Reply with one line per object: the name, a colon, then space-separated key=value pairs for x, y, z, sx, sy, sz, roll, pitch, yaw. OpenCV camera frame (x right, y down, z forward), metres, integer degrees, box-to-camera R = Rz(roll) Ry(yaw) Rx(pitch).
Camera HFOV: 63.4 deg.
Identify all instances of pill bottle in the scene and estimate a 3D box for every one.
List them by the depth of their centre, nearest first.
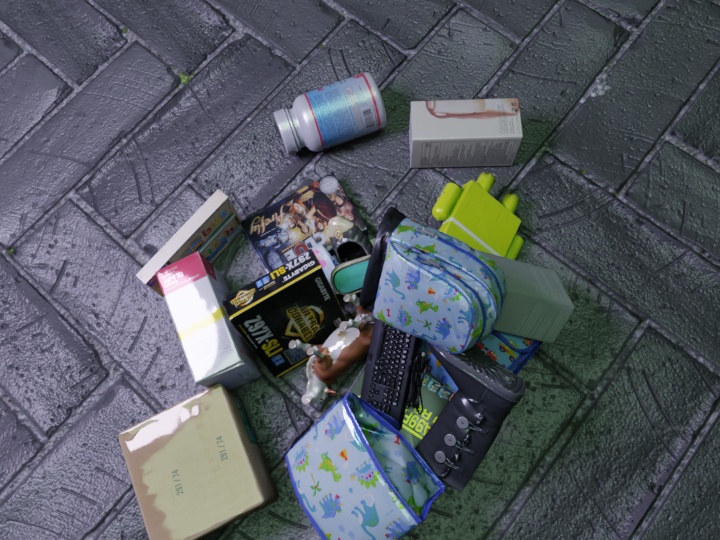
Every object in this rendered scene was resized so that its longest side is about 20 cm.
pill bottle: x=-0.058 y=-0.293 z=1.109 sx=0.198 sy=0.109 sz=0.110 roll=-20 pitch=72 yaw=-4

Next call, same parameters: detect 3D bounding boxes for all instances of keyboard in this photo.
keyboard: x=0.055 y=0.150 z=0.901 sx=0.103 sy=0.040 sz=0.202 roll=12 pitch=98 yaw=16

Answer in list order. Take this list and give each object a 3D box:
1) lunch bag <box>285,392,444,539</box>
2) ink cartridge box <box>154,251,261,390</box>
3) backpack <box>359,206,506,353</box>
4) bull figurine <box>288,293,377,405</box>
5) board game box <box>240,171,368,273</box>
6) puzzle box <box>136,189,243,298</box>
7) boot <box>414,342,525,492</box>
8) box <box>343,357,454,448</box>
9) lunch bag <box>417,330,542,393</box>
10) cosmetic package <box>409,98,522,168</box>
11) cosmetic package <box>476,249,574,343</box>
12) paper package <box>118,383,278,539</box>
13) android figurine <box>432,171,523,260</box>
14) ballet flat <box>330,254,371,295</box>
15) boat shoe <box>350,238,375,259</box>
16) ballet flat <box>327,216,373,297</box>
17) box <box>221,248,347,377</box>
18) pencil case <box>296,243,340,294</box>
lunch bag: x=-0.005 y=0.307 z=0.871 sx=0.200 sy=0.127 sz=0.170 roll=47 pitch=115 yaw=11
ink cartridge box: x=-0.250 y=0.092 z=0.972 sx=0.083 sy=0.145 sz=0.201 roll=-25 pitch=72 yaw=-5
backpack: x=0.103 y=0.025 z=0.817 sx=0.198 sy=0.164 sz=0.154 roll=19 pitch=32 yaw=5
bull figurine: x=-0.040 y=0.130 z=0.952 sx=0.200 sy=0.121 sz=0.065 roll=-44 pitch=48 yaw=-1
board game box: x=-0.103 y=-0.077 z=1.078 sx=0.199 sy=0.035 sz=0.136 roll=-30 pitch=73 yaw=-7
puzzle box: x=-0.291 y=-0.038 z=1.024 sx=0.025 sy=0.133 sz=0.200 roll=37 pitch=78 yaw=14
boot: x=0.131 y=0.206 z=0.869 sx=0.164 sy=0.201 sz=0.065 roll=37 pitch=32 yaw=26
box: x=0.075 y=0.234 z=0.962 sx=0.199 sy=0.044 sz=0.161 roll=31 pitch=76 yaw=12
lunch bag: x=0.205 y=0.111 z=0.965 sx=0.150 sy=0.095 sz=0.199 roll=37 pitch=49 yaw=23
cosmetic package: x=0.191 y=-0.255 z=1.087 sx=0.197 sy=0.104 sz=0.088 roll=-1 pitch=70 yaw=1
cosmetic package: x=0.225 y=0.036 z=0.937 sx=0.198 sy=0.091 sz=0.107 roll=13 pitch=33 yaw=-7
paper package: x=-0.254 y=0.313 z=0.923 sx=0.189 sy=0.104 sz=0.201 roll=-25 pitch=72 yaw=-7
android figurine: x=0.206 y=-0.070 z=1.022 sx=0.181 sy=0.041 sz=0.201 roll=35 pitch=69 yaw=-13
ballet flat: x=0.048 y=-0.010 z=0.942 sx=0.198 sy=0.070 sz=0.070 roll=-13 pitch=71 yaw=6
boat shoe: x=0.080 y=-0.020 z=1.031 sx=0.198 sy=0.070 sz=0.072 roll=-7 pitch=66 yaw=-3
ballet flat: x=0.000 y=0.000 z=0.992 sx=0.066 sy=0.057 sz=0.201 roll=-20 pitch=104 yaw=29
box: x=-0.111 y=0.075 z=0.942 sx=0.159 sy=0.201 sz=0.050 roll=-28 pitch=52 yaw=-6
pencil case: x=-0.123 y=0.037 z=1.003 sx=0.199 sy=0.083 sz=0.091 roll=-31 pitch=95 yaw=-5
